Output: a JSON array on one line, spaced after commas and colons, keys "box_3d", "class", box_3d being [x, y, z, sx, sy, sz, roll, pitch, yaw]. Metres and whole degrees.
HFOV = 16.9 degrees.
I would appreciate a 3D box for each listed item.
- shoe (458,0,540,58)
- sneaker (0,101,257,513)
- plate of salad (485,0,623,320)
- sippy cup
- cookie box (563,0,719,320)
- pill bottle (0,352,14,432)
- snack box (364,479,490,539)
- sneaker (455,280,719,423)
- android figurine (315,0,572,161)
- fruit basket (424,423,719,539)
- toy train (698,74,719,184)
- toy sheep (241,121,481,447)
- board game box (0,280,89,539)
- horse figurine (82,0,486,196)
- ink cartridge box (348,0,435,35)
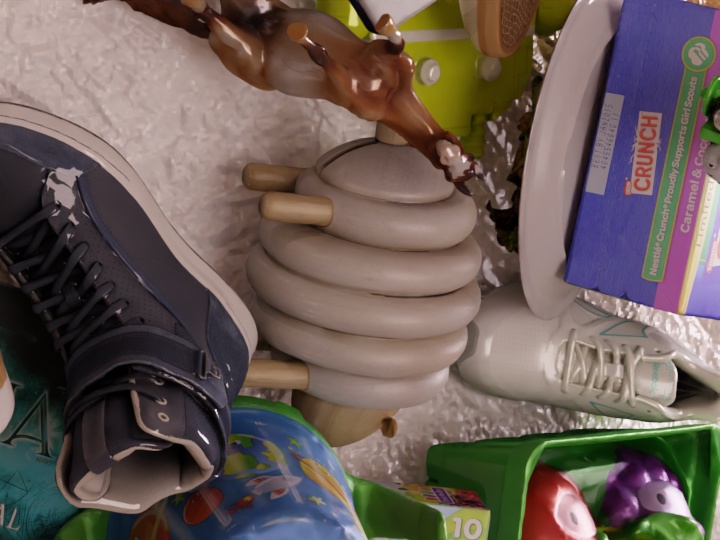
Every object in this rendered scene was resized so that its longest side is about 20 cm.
[{"box_3d": [0.068, -0.215, 1.285, 0.070, 0.053, 0.201, -14, 110, -58], "class": "shoe"}, {"box_3d": [-0.132, 0.022, 1.138, 0.202, 0.077, 0.147, 43, 32, -22], "class": "sneaker"}, {"box_3d": [0.117, -0.072, 1.374, 0.200, 0.048, 0.201, 13, 90, -70], "class": "plate of salad"}, {"box_3d": [-0.052, 0.144, 1.198, 0.178, 0.130, 0.140, -39, 113, -6], "class": "sippy cup"}, {"box_3d": [0.197, -0.060, 1.409, 0.200, 0.075, 0.172, 6, 97, -66], "class": "cookie box"}, {"box_3d": [-0.230, -0.011, 1.044, 0.114, 0.114, 0.201, -28, 113, -32], "class": "pill bottle"}, {"box_3d": [-0.014, 0.215, 1.317, 0.141, 0.053, 0.201, 7, 97, -10], "class": "snack box"}, {"box_3d": [0.142, 0.052, 1.435, 0.200, 0.080, 0.071, 10, 96, -40], "class": "sneaker"}, {"box_3d": [0.046, -0.157, 1.328, 0.181, 0.041, 0.201, -5, 102, -40], "class": "android figurine"}, {"box_3d": [0.154, 0.170, 1.380, 0.215, 0.215, 0.157, 1, 100, -40], "class": "fruit basket"}, {"box_3d": [0.228, -0.098, 1.321, 0.200, 0.042, 0.057, -38, 144, -55], "class": "toy train"}, {"box_3d": [0.000, 0.000, 1.269, 0.137, 0.138, 0.201, -7, 118, -39], "class": "toy sheep"}, {"box_3d": [-0.204, 0.064, 1.175, 0.199, 0.028, 0.136, 22, 86, -41], "class": "board game box"}, {"box_3d": [-0.035, -0.111, 1.190, 0.050, 0.199, 0.133, -64, 156, -8], "class": "horse figurine"}, {"box_3d": [0.036, -0.250, 1.181, 0.200, 0.041, 0.200, -36, 105, -5], "class": "ink cartridge box"}]
